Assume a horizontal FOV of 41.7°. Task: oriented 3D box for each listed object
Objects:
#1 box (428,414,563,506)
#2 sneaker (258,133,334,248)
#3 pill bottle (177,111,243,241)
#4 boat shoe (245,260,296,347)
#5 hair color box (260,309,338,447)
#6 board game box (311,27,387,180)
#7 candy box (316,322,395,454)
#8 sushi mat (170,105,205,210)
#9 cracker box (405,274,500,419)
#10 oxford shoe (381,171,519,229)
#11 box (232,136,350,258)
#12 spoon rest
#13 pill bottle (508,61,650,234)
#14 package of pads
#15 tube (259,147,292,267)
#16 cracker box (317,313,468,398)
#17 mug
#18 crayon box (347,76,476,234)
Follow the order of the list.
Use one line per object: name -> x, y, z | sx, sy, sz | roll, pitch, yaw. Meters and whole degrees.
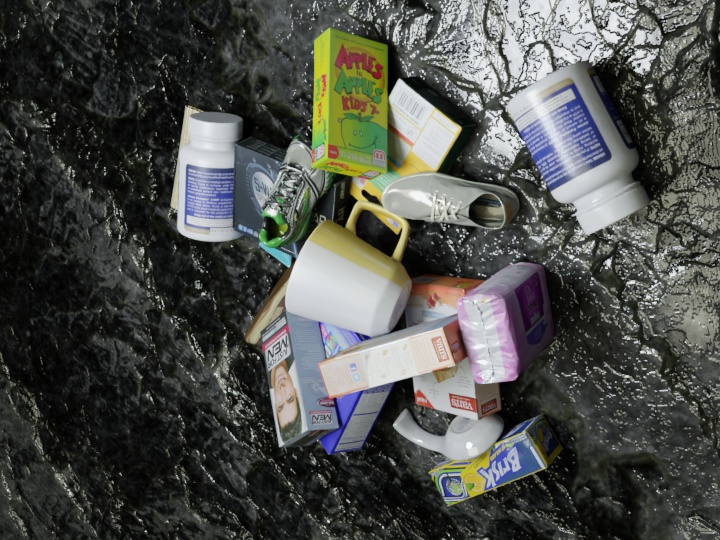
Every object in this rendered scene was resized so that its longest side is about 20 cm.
box -> 0.205, 0.292, 1.448 | 0.200, 0.070, 0.064 | -33, 86, 37
sneaker -> -0.099, -0.111, 1.410 | 0.078, 0.085, 0.200 | 31, 128, 20
pill bottle -> -0.248, -0.160, 1.598 | 0.120, 0.120, 0.200 | 18, 114, 29
boat shoe -> -0.121, 0.060, 1.618 | 0.072, 0.072, 0.200 | 31, 112, -11
hair color box -> -0.101, 0.173, 1.519 | 0.099, 0.061, 0.200 | -40, 56, 49
board game box -> -0.014, -0.240, 1.371 | 0.048, 0.101, 0.200 | -21, 64, 57
candy box -> -0.027, 0.167, 1.533 | 0.169, 0.077, 0.200 | 52, 128, 41
sushi mat -> -0.291, -0.186, 1.686 | 0.096, 0.012, 0.200 | 28, 118, 26
cracker box -> 0.136, 0.113, 1.423 | 0.134, 0.058, 0.200 | 6, 108, 50
oxford shoe -> 0.126, -0.097, 1.356 | 0.200, 0.058, 0.075 | 7, 122, 11
box -> -0.114, -0.107, 1.512 | 0.200, 0.044, 0.160 | 25, 127, 25
spoon rest -> 0.142, 0.255, 1.480 | 0.200, 0.099, 0.061 | -3, 127, 49
pill bottle -> 0.286, -0.155, 1.219 | 0.120, 0.120, 0.200 | -29, 86, 37
package of pads -> 0.203, 0.068, 1.300 | 0.076, 0.200, 0.121 | -6, 100, 28
tube -> -0.124, -0.107, 1.578 | 0.077, 0.050, 0.200 | 39, 128, 32
cracker box -> 0.060, 0.115, 1.315 | 0.200, 0.134, 0.058 | -19, 90, 28
mug -> -0.004, 0.007, 1.385 | 0.153, 0.149, 0.187 | 24, 113, 14
crayon box -> 0.069, -0.172, 1.417 | 0.126, 0.052, 0.200 | 42, 122, 18
